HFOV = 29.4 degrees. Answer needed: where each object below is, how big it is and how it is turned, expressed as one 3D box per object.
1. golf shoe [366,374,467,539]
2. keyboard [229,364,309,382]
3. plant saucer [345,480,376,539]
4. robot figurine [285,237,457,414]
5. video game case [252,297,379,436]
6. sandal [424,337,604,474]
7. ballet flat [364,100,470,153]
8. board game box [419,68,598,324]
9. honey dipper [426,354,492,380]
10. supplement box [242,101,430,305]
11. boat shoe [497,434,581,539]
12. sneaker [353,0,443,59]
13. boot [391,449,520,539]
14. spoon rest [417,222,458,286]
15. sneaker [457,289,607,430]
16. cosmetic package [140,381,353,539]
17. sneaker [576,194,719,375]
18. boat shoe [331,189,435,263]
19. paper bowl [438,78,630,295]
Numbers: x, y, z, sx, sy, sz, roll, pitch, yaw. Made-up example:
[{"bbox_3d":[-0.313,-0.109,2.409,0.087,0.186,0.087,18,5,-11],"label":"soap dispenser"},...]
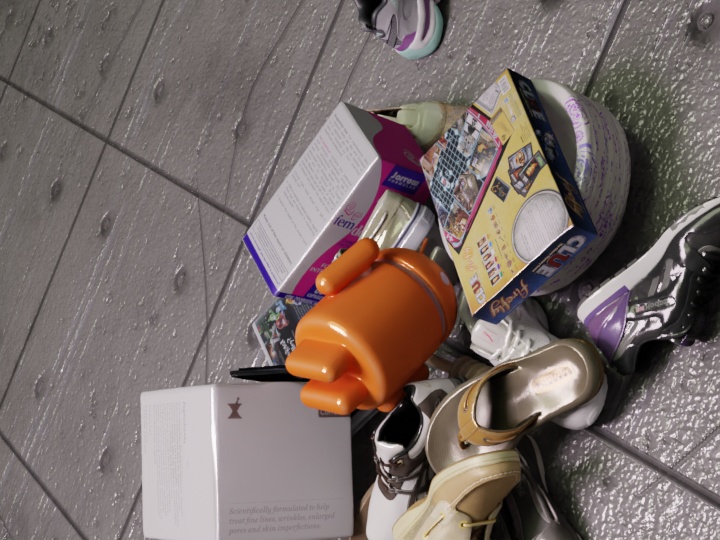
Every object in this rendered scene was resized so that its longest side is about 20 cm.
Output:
[{"bbox_3d":[0.037,0.185,1.343,0.078,0.094,0.201,44,115,48],"label":"golf shoe"},{"bbox_3d":[-0.044,0.100,1.479,0.199,0.104,0.040,-6,74,45],"label":"keyboard"},{"bbox_3d":[0.054,0.291,1.378,0.200,0.029,0.201,-24,57,43],"label":"plant saucer"},{"bbox_3d":[0.016,0.054,1.331,0.200,0.144,0.117,-42,-6,-34],"label":"robot figurine"},{"bbox_3d":[-0.031,0.085,1.554,0.182,0.023,0.201,-46,55,29],"label":"video game case"},{"bbox_3d":[0.128,0.124,1.233,0.200,0.054,0.081,-35,77,31],"label":"sandal"},{"bbox_3d":[0.053,-0.158,1.547,0.199,0.067,0.068,-2,71,51],"label":"ballet flat"},{"bbox_3d":[0.131,-0.070,1.265,0.135,0.034,0.201,-44,44,32],"label":"board game box"},{"bbox_3d":[0.066,0.087,1.423,0.200,0.038,0.038,24,94,44],"label":"honey dipper"},{"bbox_3d":[-0.022,-0.066,1.481,0.200,0.101,0.104,-54,46,23],"label":"supplement box"},{"bbox_3d":[0.152,0.229,1.258,0.067,0.057,0.201,-47,43,28],"label":"boat shoe"},{"bbox_3d":[0.037,-0.359,1.594,0.078,0.139,0.201,-17,62,47],"label":"sneaker"},{"bbox_3d":[0.102,0.262,1.228,0.200,0.072,0.156,-53,44,46],"label":"boot"},{"bbox_3d":[0.060,-0.020,1.498,0.100,0.060,0.200,-65,24,6],"label":"spoon rest"},{"bbox_3d":[0.150,0.080,1.291,0.078,0.099,0.200,-61,38,13],"label":"sneaker"},{"bbox_3d":[-0.126,0.207,1.487,0.200,0.164,0.166,-12,78,59],"label":"cosmetic package"},{"bbox_3d":[0.284,0.016,1.191,0.200,0.075,0.088,-46,58,34],"label":"sneaker"},{"bbox_3d":[0.000,0.000,1.439,0.200,0.062,0.072,-53,7,19],"label":"boat shoe"},{"bbox_3d":[0.176,-0.075,1.324,0.200,0.104,0.202,-24,57,44],"label":"paper bowl"}]
